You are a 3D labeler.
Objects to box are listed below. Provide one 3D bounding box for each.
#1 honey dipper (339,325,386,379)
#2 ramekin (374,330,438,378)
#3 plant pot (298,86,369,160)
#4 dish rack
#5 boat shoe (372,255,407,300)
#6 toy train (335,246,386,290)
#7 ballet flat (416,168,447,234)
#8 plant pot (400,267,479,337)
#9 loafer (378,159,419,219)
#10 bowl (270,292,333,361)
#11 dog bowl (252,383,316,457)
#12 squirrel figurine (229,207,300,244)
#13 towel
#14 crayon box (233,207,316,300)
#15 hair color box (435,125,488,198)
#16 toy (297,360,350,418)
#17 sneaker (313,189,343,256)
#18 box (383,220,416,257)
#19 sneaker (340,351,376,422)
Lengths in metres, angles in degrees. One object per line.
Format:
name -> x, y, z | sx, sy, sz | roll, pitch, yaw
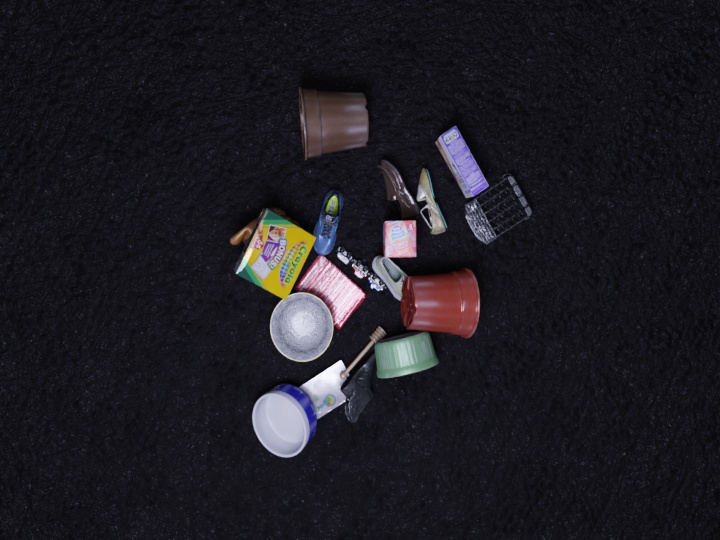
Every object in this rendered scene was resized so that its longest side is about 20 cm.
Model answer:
honey dipper -> 0.005, 0.262, 1.659 | 0.038, 0.038, 0.201 | 41, 82, -3
ramekin -> 0.133, 0.249, 1.602 | 0.192, 0.200, 0.102 | -13, 86, 0
plant pot -> -0.079, -0.438, 1.562 | 0.190, 0.200, 0.210 | -6, 94, -7
dish rack -> 0.425, -0.187, 1.647 | 0.196, 0.055, 0.157 | -32, 92, 3
boat shoe -> 0.115, 0.034, 1.634 | 0.199, 0.062, 0.073 | 42, 76, -15
toy train -> 0.000, 0.000, 1.661 | 0.198, 0.034, 0.046 | 39, 94, -3
ballet flat -> 0.208, -0.209, 1.636 | 0.068, 0.071, 0.207 | -20, 96, 1
plant pot -> 0.226, 0.095, 1.569 | 0.187, 0.200, 0.210 | 1, 94, -13
loafer -> 0.107, -0.246, 1.627 | 0.070, 0.073, 0.204 | -33, 93, 0
bowl -> -0.178, 0.167, 1.639 | 0.192, 0.094, 0.210 | 0, 94, -1
dog bowl -> -0.232, 0.458, 1.627 | 0.192, 0.078, 0.209 | 6, 105, 23
squirrel figurine -> -0.264, -0.078, 1.606 | 0.197, 0.142, 0.190 | -35, 100, 4
towel -> -0.094, 0.067, 1.671 | 0.199, 0.022, 0.146 | 40, 94, -1
crayon box -> -0.246, -0.048, 1.533 | 0.169, 0.058, 0.206 | 28, 89, -23
hair color box -> 0.305, -0.325, 1.608 | 0.063, 0.109, 0.205 | -29, 93, 3
toy -> -0.117, 0.384, 1.677 | 0.196, 0.047, 0.118 | -32, 95, -5
sneaker -> -0.103, -0.147, 1.623 | 0.075, 0.089, 0.209 | 12, 94, 0
box -> 0.114, -0.095, 1.574 | 0.090, 0.200, 0.108 | -1, 93, 1
sneaker -> 0.008, 0.361, 1.648 | 0.105, 0.060, 0.200 | 49, 63, -10
